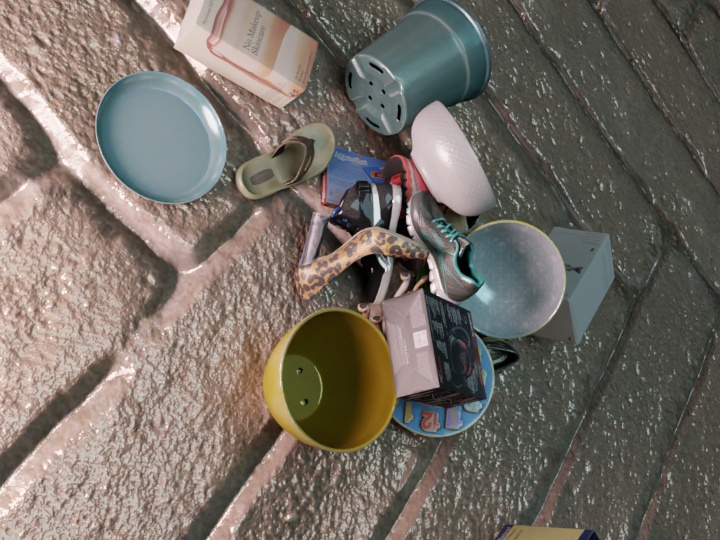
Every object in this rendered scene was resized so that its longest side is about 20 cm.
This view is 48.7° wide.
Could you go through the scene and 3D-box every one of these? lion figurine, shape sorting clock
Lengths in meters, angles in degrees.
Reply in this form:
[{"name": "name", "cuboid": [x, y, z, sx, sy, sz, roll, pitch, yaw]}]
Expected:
[{"name": "lion figurine", "cuboid": [0.042, 0.093, 1.280, 0.199, 0.072, 0.123, -28, 135, -33]}, {"name": "shape sorting clock", "cuboid": [0.124, 0.173, 1.314, 0.198, 0.039, 0.202, 1, 79, -3]}]

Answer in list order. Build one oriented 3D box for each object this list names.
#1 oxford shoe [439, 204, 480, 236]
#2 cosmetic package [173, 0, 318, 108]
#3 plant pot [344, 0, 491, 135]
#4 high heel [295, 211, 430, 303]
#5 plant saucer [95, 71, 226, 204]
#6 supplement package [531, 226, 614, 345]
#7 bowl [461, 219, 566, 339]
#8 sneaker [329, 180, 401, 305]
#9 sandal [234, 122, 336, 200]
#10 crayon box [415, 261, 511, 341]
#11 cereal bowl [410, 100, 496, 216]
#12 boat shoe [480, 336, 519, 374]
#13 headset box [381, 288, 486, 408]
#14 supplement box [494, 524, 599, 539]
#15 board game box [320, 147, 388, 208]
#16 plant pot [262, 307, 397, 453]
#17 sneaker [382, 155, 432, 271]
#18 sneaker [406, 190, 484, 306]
[{"name": "oxford shoe", "cuboid": [0.183, -0.104, 1.425, 0.200, 0.073, 0.071, -59, 148, -52]}, {"name": "cosmetic package", "cuboid": [-0.177, -0.355, 1.250, 0.199, 0.087, 0.104, 24, 66, -29]}, {"name": "plant pot", "cuboid": [0.090, -0.346, 1.388, 0.196, 0.200, 0.201, -37, 100, -27]}, {"name": "high heel", "cuboid": [0.000, 0.000, 1.242, 0.198, 0.071, 0.144, 14, 90, 10]}, {"name": "plant saucer", "cuboid": [-0.292, -0.191, 1.163, 0.199, 0.027, 0.202, 10, 72, -33]}, {"name": "supplement package", "cuboid": [0.393, 0.026, 1.523, 0.200, 0.116, 0.118, -50, 136, -34]}, {"name": "bowl", "cuboid": [0.250, 0.008, 1.374, 0.201, 0.199, 0.108, 64, 11, -5]}, {"name": "sneaker", "cuboid": [-0.001, -0.048, 1.313, 0.111, 0.073, 0.202, 7, 94, -10]}, {"name": "sandal", "cuboid": [-0.110, -0.174, 1.267, 0.201, 0.057, 0.080, -38, 96, -32]}, {"name": "crayon box", "cuboid": [0.188, 0.049, 1.433, 0.199, 0.051, 0.128, 16, 70, -31]}, {"name": "cereal bowl", "cuboid": [0.141, -0.173, 1.312, 0.083, 0.200, 0.201, -29, 98, 5]}, {"name": "boat shoe", "cuboid": [0.184, 0.157, 1.372, 0.199, 0.065, 0.074, -15, 100, -23]}, {"name": "headset box", "cuboid": [0.120, 0.126, 1.221, 0.200, 0.075, 0.150, 23, 54, -56]}, {"name": "supplement box", "cuboid": [0.285, 0.533, 1.284, 0.200, 0.199, 0.135, -37, 100, -36]}, {"name": "board game box", "cuboid": [0.020, -0.144, 1.380, 0.199, 0.019, 0.104, 11, 75, -34]}, {"name": "plant pot", "cuboid": [-0.065, 0.165, 1.163, 0.199, 0.142, 0.202, 10, 72, -34]}, {"name": "sneaker", "cuboid": [0.100, -0.100, 1.371, 0.086, 0.073, 0.202, -4, 86, -38]}, {"name": "sneaker", "cuboid": [0.143, -0.042, 1.281, 0.077, 0.091, 0.201, -17, 83, -41]}]
